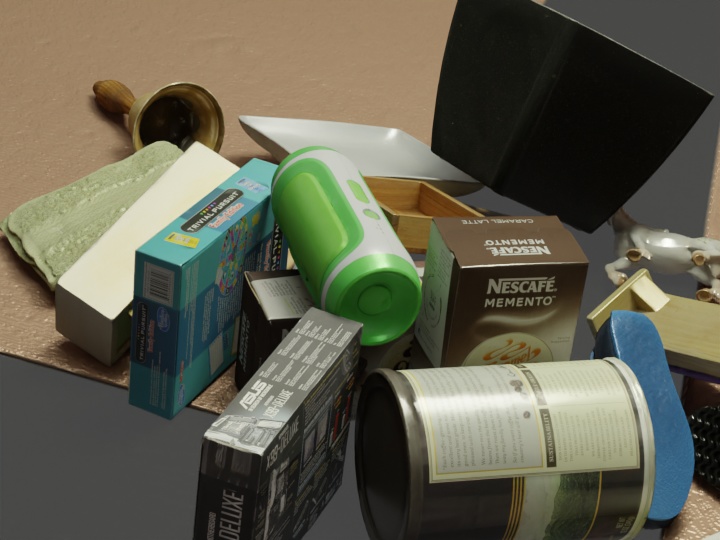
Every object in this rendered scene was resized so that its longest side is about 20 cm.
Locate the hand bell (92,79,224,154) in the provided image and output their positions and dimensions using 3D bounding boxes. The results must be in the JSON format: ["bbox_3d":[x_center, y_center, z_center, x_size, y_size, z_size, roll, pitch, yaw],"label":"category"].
[{"bbox_3d":[-0.233,-0.167,2.073,0.103,0.105,0.200,-12,24,-30],"label":"hand bell"}]

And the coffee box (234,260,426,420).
[{"bbox_3d":[0.000,0.061,1.697,0.198,0.114,0.080,-3,32,-19],"label":"coffee box"}]

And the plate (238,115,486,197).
[{"bbox_3d":[-0.002,-0.110,2.014,0.198,0.033,0.199,3,19,-30],"label":"plate"}]

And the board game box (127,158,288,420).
[{"bbox_3d":[-0.127,0.013,1.711,0.047,0.152,0.200,19,32,19],"label":"board game box"}]

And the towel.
[{"bbox_3d":[-0.228,-0.051,1.862,0.199,0.037,0.148,-26,40,-23],"label":"towel"}]

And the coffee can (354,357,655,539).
[{"bbox_3d":[0.110,0.145,1.548,0.198,0.147,0.147,-2,32,-16],"label":"coffee can"}]

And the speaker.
[{"bbox_3d":[-0.014,-0.023,1.632,0.088,0.089,0.200,-3,33,-18],"label":"speaker"}]

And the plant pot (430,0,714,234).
[{"bbox_3d":[0.185,-0.153,1.936,0.199,0.179,0.200,21,9,-35],"label":"plant pot"}]

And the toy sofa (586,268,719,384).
[{"bbox_3d":[0.301,0.071,1.736,0.083,0.098,0.199,-39,29,-25],"label":"toy sofa"}]

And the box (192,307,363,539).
[{"bbox_3d":[-0.063,0.145,1.501,0.049,0.159,0.200,17,33,15],"label":"box"}]

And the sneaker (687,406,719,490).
[{"bbox_3d":[0.367,0.168,1.664,0.199,0.071,0.090,17,1,32],"label":"sneaker"}]

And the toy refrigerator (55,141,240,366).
[{"bbox_3d":[-0.179,-0.015,1.751,0.070,0.076,0.200,33,56,14],"label":"toy refrigerator"}]

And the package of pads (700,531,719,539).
[{"bbox_3d":[0.250,0.276,1.442,0.199,0.069,0.154,-16,39,-35],"label":"package of pads"}]

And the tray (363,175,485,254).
[{"bbox_3d":[0.043,-0.050,1.810,0.098,0.037,0.200,4,11,-18],"label":"tray"}]

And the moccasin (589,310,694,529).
[{"bbox_3d":[0.234,0.131,1.668,0.080,0.068,0.201,13,52,-16],"label":"moccasin"}]

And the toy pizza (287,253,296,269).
[{"bbox_3d":[-0.147,-0.036,1.903,0.198,0.032,0.201,6,31,-3],"label":"toy pizza"}]

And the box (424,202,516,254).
[{"bbox_3d":[0.053,-0.048,1.941,0.198,0.021,0.163,16,17,12],"label":"box"}]

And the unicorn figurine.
[{"bbox_3d":[0.291,-0.024,1.955,0.199,0.074,0.137,26,23,3],"label":"unicorn figurine"}]

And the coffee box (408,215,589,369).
[{"bbox_3d":[0.107,0.061,1.635,0.113,0.201,0.080,-3,32,-16],"label":"coffee box"}]
